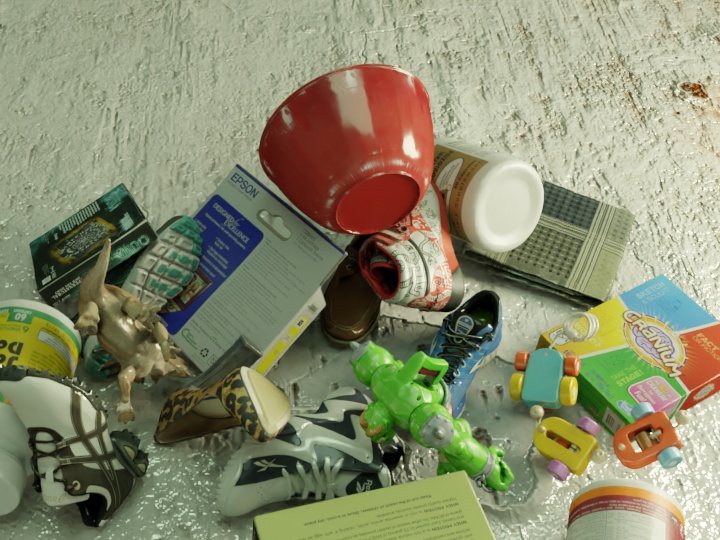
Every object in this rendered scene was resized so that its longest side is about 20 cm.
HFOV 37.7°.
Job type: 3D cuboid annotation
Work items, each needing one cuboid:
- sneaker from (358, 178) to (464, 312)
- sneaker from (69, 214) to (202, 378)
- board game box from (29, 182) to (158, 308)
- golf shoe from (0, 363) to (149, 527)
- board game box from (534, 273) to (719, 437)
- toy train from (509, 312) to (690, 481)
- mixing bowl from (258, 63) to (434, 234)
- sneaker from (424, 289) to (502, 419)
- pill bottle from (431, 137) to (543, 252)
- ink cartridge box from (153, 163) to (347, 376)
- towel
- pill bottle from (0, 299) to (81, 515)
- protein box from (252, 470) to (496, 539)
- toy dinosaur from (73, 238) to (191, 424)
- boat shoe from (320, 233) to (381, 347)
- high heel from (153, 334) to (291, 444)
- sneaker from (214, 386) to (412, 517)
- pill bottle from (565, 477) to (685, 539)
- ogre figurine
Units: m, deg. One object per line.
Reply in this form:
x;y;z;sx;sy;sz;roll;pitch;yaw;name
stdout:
0.044;-0.046;1.208;0.108;0.067;0.202;6;56;-38;sneaker
-0.256;0.015;1.154;0.091;0.078;0.200;31;81;36;sneaker
-0.302;-0.033;1.178;0.135;0.028;0.200;-34;24;-7;board game box
-0.271;0.163;0.968;0.078;0.200;0.095;-3;49;33;golf shoe
0.324;0.097;1.205;0.200;0.040;0.153;-23;52;-27;board game box
0.246;0.147;1.110;0.150;0.056;0.200;-31;51;3;toy train
0.000;-0.109;1.126;0.200;0.200;0.108;-11;55;-17;mixing bowl
0.099;0.090;1.151;0.078;0.089;0.200;22;46;17;sneaker
0.120;-0.102;1.301;0.114;0.115;0.200;-23;29;-26;pill bottle
-0.136;0.011;1.171;0.200;0.047;0.198;-47;59;-5;ink cartridge box
0.241;-0.042;1.350;0.192;0.035;0.200;22;44;11;towel
-0.351;0.135;1.038;0.113;0.113;0.200;5;45;-1;pill bottle
0.025;0.306;0.890;0.198;0.135;0.200;-9;46;-16;protein box
-0.239;0.057;1.046;0.086;0.200;0.136;-29;28;-12;toy dinosaur
0.000;0.000;1.246;0.072;0.068;0.200;14;46;5;boat shoe
-0.140;0.153;1.017;0.143;0.071;0.200;-45;22;3;high heel
-0.033;0.202;1.029;0.199;0.080;0.130;-22;42;-39;sneaker
0.234;0.296;0.944;0.109;0.110;0.200;12;45;6;pill bottle
0.054;0.129;1.018;0.098;0.120;0.200;-32;53;12;ogre figurine
